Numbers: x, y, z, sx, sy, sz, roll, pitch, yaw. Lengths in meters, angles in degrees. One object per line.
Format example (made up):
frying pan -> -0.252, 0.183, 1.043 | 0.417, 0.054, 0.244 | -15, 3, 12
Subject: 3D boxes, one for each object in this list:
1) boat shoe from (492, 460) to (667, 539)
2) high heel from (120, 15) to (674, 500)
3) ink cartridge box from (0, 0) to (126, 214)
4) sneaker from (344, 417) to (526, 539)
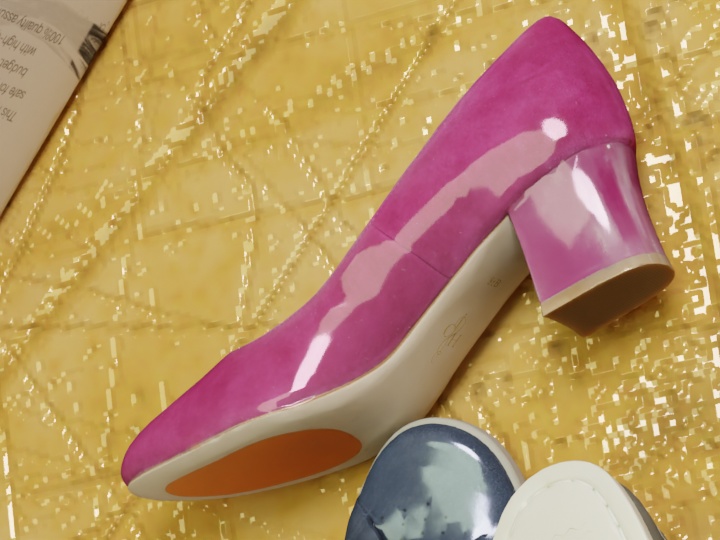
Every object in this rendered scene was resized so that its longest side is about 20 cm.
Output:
boat shoe -> 0.085, 0.157, 0.806 | 0.072, 0.060, 0.203 | -22, 70, 34
high heel -> 0.000, 0.000, 0.876 | 0.199, 0.067, 0.096 | -30, 63, 21
ink cartridge box -> -0.150, -0.111, 0.925 | 0.084, 0.146, 0.201 | 35, 96, 26
sneaker -> 0.006, 0.142, 0.834 | 0.075, 0.084, 0.201 | 4, 82, 27
